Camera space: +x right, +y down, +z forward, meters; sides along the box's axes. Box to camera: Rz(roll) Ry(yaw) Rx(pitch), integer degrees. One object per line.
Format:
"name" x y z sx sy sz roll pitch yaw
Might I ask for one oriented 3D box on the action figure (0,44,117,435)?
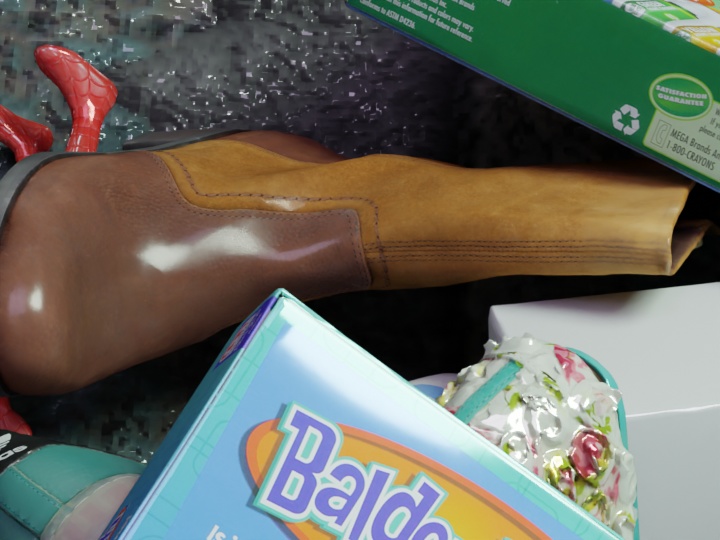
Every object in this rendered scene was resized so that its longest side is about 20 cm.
"action figure" -0.139 0.011 0.901 0.099 0.065 0.201 27 49 -30

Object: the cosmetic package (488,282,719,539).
"cosmetic package" 0.141 0.063 0.848 0.199 0.108 0.085 -8 24 -6

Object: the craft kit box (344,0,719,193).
"craft kit box" 0.124 -0.076 0.932 0.199 0.049 0.197 28 20 17

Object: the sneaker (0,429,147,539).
"sneaker" -0.039 0.101 0.790 0.071 0.200 0.080 -49 46 -9

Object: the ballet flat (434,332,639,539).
"ballet flat" 0.044 0.114 0.776 0.064 0.201 0.075 -25 25 -36

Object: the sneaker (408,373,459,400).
"sneaker" -0.042 0.081 0.867 0.199 0.072 0.072 -30 53 -24

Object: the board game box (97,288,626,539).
"board game box" -0.014 0.129 0.665 0.152 0.045 0.201 36 68 -6

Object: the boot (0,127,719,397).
"boot" 0.000 0.000 0.863 0.199 0.069 0.188 3 9 22
